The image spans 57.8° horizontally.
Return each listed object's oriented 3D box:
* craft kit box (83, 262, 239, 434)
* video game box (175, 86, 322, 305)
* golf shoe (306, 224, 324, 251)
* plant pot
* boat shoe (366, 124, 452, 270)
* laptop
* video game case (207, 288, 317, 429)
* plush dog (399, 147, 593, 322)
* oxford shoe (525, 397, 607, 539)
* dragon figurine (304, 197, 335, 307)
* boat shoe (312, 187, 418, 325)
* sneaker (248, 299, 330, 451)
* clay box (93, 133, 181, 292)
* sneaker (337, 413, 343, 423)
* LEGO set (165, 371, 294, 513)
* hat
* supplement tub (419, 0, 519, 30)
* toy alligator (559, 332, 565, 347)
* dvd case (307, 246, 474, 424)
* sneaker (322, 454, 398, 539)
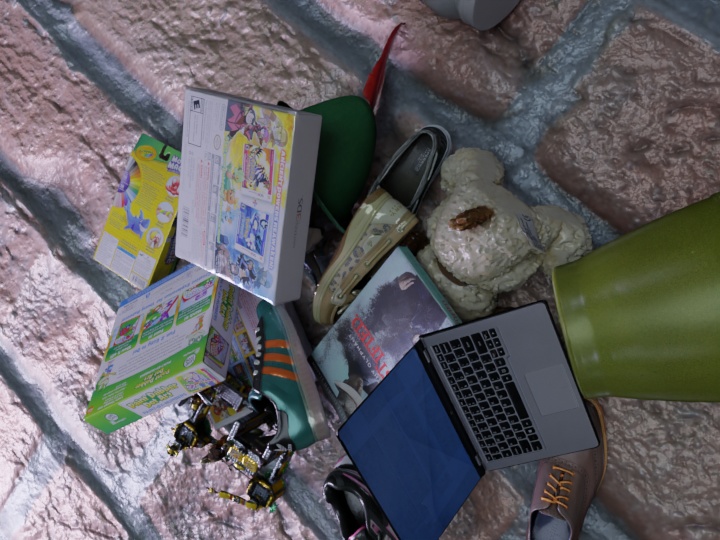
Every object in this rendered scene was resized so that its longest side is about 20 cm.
[{"bbox_3d":[-0.246,0.084,0.834,0.199,0.049,0.198,-26,37,22],"label":"craft kit box"},{"bbox_3d":[-0.130,-0.087,0.716,0.182,0.047,0.201,24,113,38],"label":"video game box"},{"bbox_3d":[-0.102,-0.109,0.787,0.097,0.078,0.201,-21,85,16],"label":"golf shoe"},{"bbox_3d":[0.285,0.038,0.599,0.192,0.200,0.202,-15,84,20],"label":"plant pot"},{"bbox_3d":[0.036,-0.086,0.780,0.072,0.071,0.201,34,108,19],"label":"boat shoe"},{"bbox_3d":[0.113,0.159,0.622,0.199,0.116,0.188,-19,115,19],"label":"laptop"},{"bbox_3d":[-0.165,0.091,0.896,0.181,0.023,0.201,-29,80,21],"label":"video game case"},{"bbox_3d":[0.123,-0.013,0.719,0.200,0.160,0.172,40,131,20],"label":"plush dog"},{"bbox_3d":[0.221,0.232,0.701,0.071,0.073,0.201,10,94,23],"label":"oxford shoe"},{"bbox_3d":[-0.091,-0.046,0.843,0.099,0.059,0.201,-10,81,25],"label":"dragon figurine"},{"bbox_3d":[0.000,0.000,0.760,0.063,0.073,0.201,34,130,10],"label":"boat shoe"},{"bbox_3d":[-0.104,0.121,0.786,0.079,0.072,0.201,-18,58,-11],"label":"sneaker"},{"bbox_3d":[-0.300,-0.083,0.941,0.114,0.048,0.201,28,99,21],"label":"clay box"},{"bbox_3d":[0.017,0.181,0.798,0.085,0.077,0.201,-13,77,33],"label":"sneaker"},{"bbox_3d":[-0.171,0.218,0.826,0.200,0.116,0.154,40,107,14],"label":"LEGO set"},{"bbox_3d":[0.014,-0.169,0.753,0.175,0.166,0.201,-27,93,11],"label":"hat"},{"bbox_3d":[0.091,-0.374,0.720,0.200,0.145,0.145,43,105,18],"label":"supplement tub"},{"bbox_3d":[0.153,0.129,0.744,0.200,0.059,0.054,-49,32,16],"label":"toy alligator"},{"bbox_3d":[0.028,0.094,0.731,0.200,0.022,0.146,-51,58,30],"label":"dvd case"},{"bbox_3d":[0.019,0.320,0.781,0.200,0.086,0.080,46,108,16],"label":"sneaker"}]
